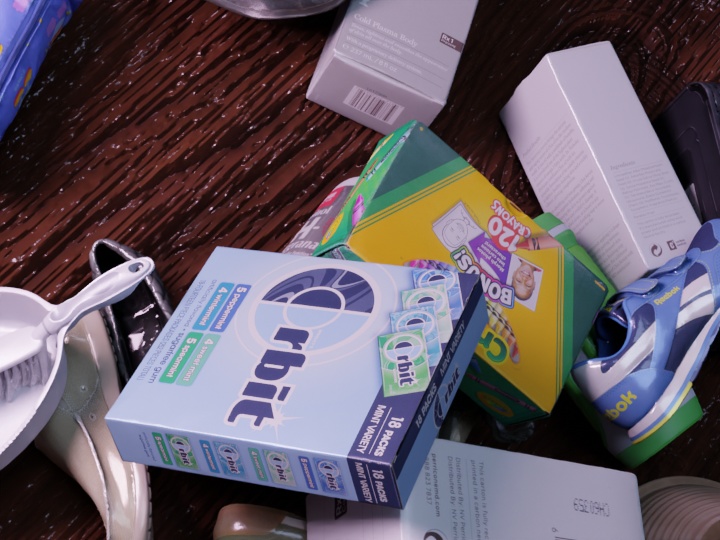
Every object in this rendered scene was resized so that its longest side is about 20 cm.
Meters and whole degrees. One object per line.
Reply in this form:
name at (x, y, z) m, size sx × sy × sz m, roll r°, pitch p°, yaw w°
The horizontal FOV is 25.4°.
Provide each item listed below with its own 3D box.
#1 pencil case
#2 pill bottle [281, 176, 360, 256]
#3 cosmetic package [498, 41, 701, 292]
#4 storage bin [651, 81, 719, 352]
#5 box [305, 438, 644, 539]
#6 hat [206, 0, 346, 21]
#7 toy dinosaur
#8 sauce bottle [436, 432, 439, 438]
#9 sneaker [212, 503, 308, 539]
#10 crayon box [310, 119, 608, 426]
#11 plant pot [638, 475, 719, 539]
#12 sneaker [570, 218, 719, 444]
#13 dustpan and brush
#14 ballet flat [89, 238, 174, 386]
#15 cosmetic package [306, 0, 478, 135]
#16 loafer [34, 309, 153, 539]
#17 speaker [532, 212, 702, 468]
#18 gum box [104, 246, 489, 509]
pencil case at (-0.274, -0.162, 1.195) m, size 0.078 × 0.087 × 0.201 m, roll 38°, pitch 57°, yaw -26°
pill bottle at (0.000, 0.000, 1.204) m, size 0.110 × 0.111 × 0.200 m, roll 38°, pitch 58°, yaw 0°
cosmetic package at (0.200, -0.076, 1.322) m, size 0.071 × 0.101 × 0.201 m, roll -15°, pitch 72°, yaw -26°
storage bin at (0.309, -0.043, 1.326) m, size 0.093 × 0.135 × 0.201 m, roll -1°, pitch 66°, yaw -21°
box at (0.080, 0.231, 1.045) m, size 0.199 × 0.131 × 0.200 m, roll 12°, pitch 58°, yaw -27°
hat at (-0.082, -0.262, 1.311) m, size 0.199 × 0.081 × 0.202 m, roll 2°, pitch 60°, yaw -4°
toy dinosaur at (0.093, 0.097, 1.229) m, size 0.087 × 0.048 × 0.201 m, roll 7°, pitch 65°, yaw 6°
sauce bottle at (-0.044, 0.101, 1.117) m, size 0.199 × 0.065 × 0.065 m, roll 2°, pitch 57°, yaw 24°
sneaker at (-0.017, 0.238, 1.107) m, size 0.199 × 0.067 × 0.090 m, roll 25°, pitch 54°, yaw -11°
crayon box at (0.073, 0.004, 1.145) m, size 0.200 × 0.058 × 0.119 m, roll 39°, pitch 60°, yaw -17°
plant pot at (0.270, 0.244, 1.200) m, size 0.199 × 0.093 × 0.202 m, roll 8°, pitch 63°, yaw -16°
sneaker at (0.227, 0.030, 1.198) m, size 0.082 × 0.074 × 0.201 m, roll 32°, pitch 62°, yaw 1°
dustpan and brush at (-0.222, 0.050, 1.066) m, size 0.199 × 0.057 × 0.140 m, roll -26°, pitch 57°, yaw -5°
ballet flat at (-0.148, 0.059, 1.118) m, size 0.066 × 0.057 × 0.200 m, roll -37°, pitch 53°, yaw 4°
cosmetic package at (0.038, -0.218, 1.338) m, size 0.106 × 0.090 × 0.201 m, roll 22°, pitch 63°, yaw -10°
loafer at (-0.190, 0.117, 1.102) m, size 0.068 × 0.076 × 0.201 m, roll -13°, pitch 57°, yaw -14°
speaker at (0.181, 0.055, 1.262) m, size 0.088 × 0.089 × 0.200 m, roll -31°, pitch 79°, yaw -30°
gum box at (-0.038, 0.063, 1.031) m, size 0.199 × 0.045 × 0.170 m, roll 5°, pitch 43°, yaw 24°
